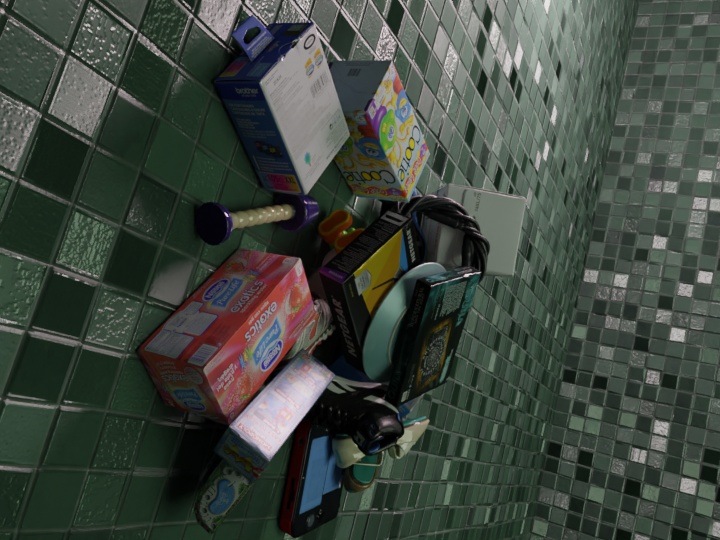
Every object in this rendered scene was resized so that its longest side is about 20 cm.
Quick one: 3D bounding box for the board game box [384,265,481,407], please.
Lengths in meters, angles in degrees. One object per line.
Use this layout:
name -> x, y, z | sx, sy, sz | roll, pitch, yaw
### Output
board game box -> 0.108, 0.096, 0.997 | 0.135, 0.028, 0.200 | -12, 123, -49

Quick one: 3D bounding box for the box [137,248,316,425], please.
box -> -0.152, 0.072, 0.802 | 0.200, 0.102, 0.095 | -53, 142, -42

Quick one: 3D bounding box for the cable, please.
cable -> 0.128, -0.045, 1.126 | 0.163, 0.051, 0.200 | -32, 93, -9

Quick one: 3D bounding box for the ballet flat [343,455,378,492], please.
ballet flat -> 0.014, 0.315, 1.199 | 0.072, 0.068, 0.200 | -54, -173, 42

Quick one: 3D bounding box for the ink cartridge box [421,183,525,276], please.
ink cartridge box -> 0.200, -0.070, 1.261 | 0.200, 0.146, 0.147 | -171, -89, -85

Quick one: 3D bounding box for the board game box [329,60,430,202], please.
board game box -> 0.017, -0.208, 1.019 | 0.103, 0.105, 0.200 | -66, 147, -24

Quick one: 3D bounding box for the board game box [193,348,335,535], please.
board game box -> -0.130, 0.210, 0.812 | 0.200, 0.062, 0.200 | -53, 176, 12

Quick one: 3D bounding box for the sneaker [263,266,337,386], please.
sneaker -> -0.084, 0.073, 0.947 | 0.200, 0.078, 0.082 | -63, 146, -29

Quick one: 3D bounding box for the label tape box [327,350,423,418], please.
label tape box -> 0.039, 0.164, 1.091 | 0.200, 0.144, 0.063 | -47, -178, -30

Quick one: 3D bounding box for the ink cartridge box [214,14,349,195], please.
ink cartridge box -> -0.096, -0.216, 0.842 | 0.137, 0.076, 0.200 | -59, 146, -35

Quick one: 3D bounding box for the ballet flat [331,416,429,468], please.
ballet flat -> 0.039, 0.296, 1.140 | 0.200, 0.069, 0.070 | -3, 102, -34

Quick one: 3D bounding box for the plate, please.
plate -> 0.079, 0.083, 0.997 | 0.200, 0.026, 0.200 | -31, 136, -36

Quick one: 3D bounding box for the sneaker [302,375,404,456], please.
sneaker -> -0.026, 0.211, 0.965 | 0.200, 0.112, 0.073 | 6, 122, -22

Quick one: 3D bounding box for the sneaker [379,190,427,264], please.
sneaker -> 0.067, -0.073, 1.202 | 0.083, 0.071, 0.200 | -38, 135, -26

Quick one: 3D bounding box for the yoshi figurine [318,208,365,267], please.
yoshi figurine -> 0.010, -0.011, 1.067 | 0.200, 0.112, 0.113 | 69, 32, -50

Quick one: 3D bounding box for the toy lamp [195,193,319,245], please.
toy lamp -> -0.123, -0.070, 0.860 | 0.200, 0.058, 0.058 | -20, 115, -56

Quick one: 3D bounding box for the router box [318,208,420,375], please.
router box -> 0.025, 0.034, 0.965 | 0.149, 0.051, 0.200 | -43, 140, -26

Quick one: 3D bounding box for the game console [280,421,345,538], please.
game console -> -0.063, 0.328, 1.109 | 0.177, 0.031, 0.200 | 15, 86, -61
